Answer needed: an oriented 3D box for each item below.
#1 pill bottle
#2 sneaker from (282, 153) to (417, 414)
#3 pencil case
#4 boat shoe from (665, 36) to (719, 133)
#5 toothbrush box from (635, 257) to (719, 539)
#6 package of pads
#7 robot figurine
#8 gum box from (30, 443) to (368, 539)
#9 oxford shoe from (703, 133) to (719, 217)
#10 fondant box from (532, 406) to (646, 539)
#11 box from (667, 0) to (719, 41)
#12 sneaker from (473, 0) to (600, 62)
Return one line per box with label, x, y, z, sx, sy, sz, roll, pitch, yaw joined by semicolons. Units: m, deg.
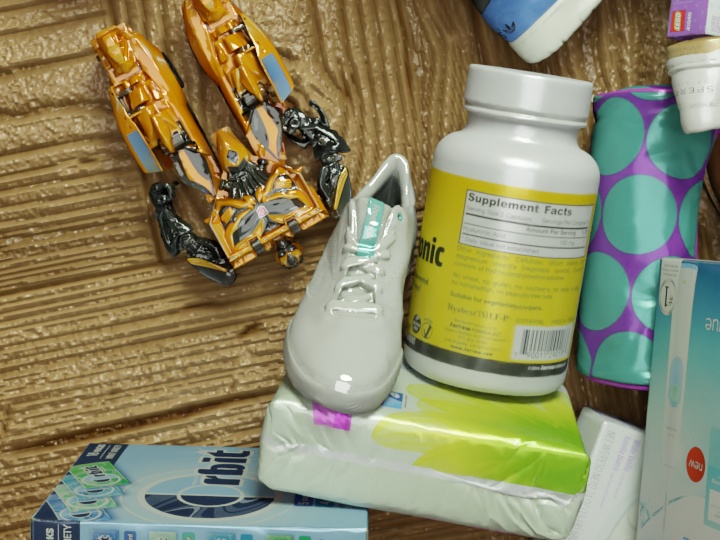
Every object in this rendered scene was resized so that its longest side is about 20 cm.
pill bottle;0.095;-0.028;0.906;0.110;0.111;0.202;9;100;0
sneaker;0.000;0.000;0.872;0.075;0.201;0.089;13;128;0
pencil case;0.195;-0.024;0.931;0.092;0.085;0.202;3;92;16
boat shoe;0.270;-0.100;0.893;0.199;0.071;0.070;4;85;-34
toothbrush box;0.242;0.097;0.831;0.085;0.146;0.202;3;93;-19
package of pads;0.042;0.105;0.902;0.198;0.155;0.069;11;102;2
robot figurine;-0.094;-0.090;0.943;0.144;0.058;0.201;-30;91;2
gum box;-0.093;0.155;0.893;0.198;0.170;0.045;1;98;1
oxford shoe;0.277;-0.041;0.938;0.071;0.071;0.201;-14;87;3
fondant box;0.222;0.195;0.941;0.199;0.058;0.145;20;91;-8
box;0.293;-0.204;0.904;0.199;0.039;0.138;6;92;-29
sneaker;0.144;-0.248;0.920;0.111;0.077;0.200;42;98;-11
